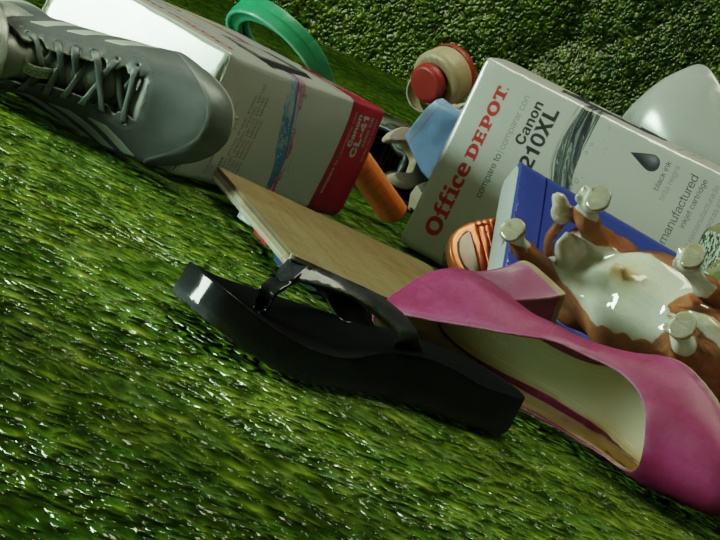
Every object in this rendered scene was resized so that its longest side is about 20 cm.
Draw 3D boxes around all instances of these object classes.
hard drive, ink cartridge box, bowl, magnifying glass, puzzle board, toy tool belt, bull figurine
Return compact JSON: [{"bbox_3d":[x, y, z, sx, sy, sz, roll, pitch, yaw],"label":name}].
[{"bbox_3d":[0.167,0.028,1.254,0.199,0.025,0.132,29,38,-12],"label":"hard drive"},{"bbox_3d":[-0.099,-0.112,1.355,0.147,0.086,0.200,31,7,27],"label":"ink cartridge box"},{"bbox_3d":[0.235,-0.031,1.563,0.200,0.074,0.201,112,-43,-70],"label":"bowl"},{"bbox_3d":[-0.028,-0.111,1.492,0.079,0.022,0.200,10,-36,53],"label":"magnifying glass"},{"bbox_3d":[0.000,0.000,1.199,0.150,0.017,0.200,25,8,-21],"label":"puzzle board"},{"bbox_3d":[0.082,-0.080,1.580,0.123,0.125,0.200,-24,69,-44],"label":"toy tool belt"},{"bbox_3d":[0.148,-0.039,1.456,0.199,0.145,0.084,28,9,14],"label":"ink cartridge box"},{"bbox_3d":[0.161,0.024,1.099,0.199,0.065,0.122,26,-16,36],"label":"bull figurine"}]

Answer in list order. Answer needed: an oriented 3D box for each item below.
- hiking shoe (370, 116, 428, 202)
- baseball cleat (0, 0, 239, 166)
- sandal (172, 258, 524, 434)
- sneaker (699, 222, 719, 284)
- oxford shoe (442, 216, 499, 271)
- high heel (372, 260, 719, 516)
[{"bbox_3d":[0.039,-0.080,1.705,0.199,0.076,0.101,15,18,-12],"label":"hiking shoe"},{"bbox_3d":[-0.171,-0.108,1.214,0.199,0.070,0.106,20,10,29],"label":"baseball cleat"},{"bbox_3d":[-0.003,0.024,0.924,0.200,0.043,0.076,19,11,-46],"label":"sandal"},{"bbox_3d":[0.188,0.032,1.197,0.088,0.077,0.200,14,36,-3],"label":"sneaker"},{"bbox_3d":[0.118,0.018,1.318,0.199,0.073,0.072,15,55,-38],"label":"oxford shoe"},{"bbox_3d":[0.094,0.060,1.014,0.096,0.068,0.200,-15,46,-33],"label":"high heel"}]
